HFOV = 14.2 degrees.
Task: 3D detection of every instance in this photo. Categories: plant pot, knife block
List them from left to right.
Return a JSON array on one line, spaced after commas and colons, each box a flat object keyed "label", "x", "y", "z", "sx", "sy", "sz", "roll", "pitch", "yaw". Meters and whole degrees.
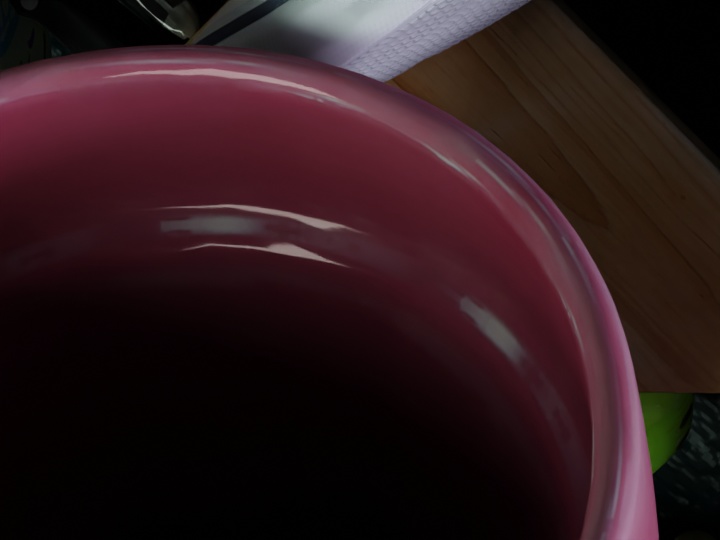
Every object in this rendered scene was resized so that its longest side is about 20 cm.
[{"label": "plant pot", "x": -0.036, "y": 0.086, "z": 0.582, "sx": 0.199, "sy": 0.200, "sz": 0.179, "roll": 26, "pitch": 152, "yaw": 27}, {"label": "knife block", "x": 0.017, "y": -0.060, "z": 0.663, "sx": 0.199, "sy": 0.064, "sz": 0.177, "roll": 0, "pitch": 95, "yaw": 9}]

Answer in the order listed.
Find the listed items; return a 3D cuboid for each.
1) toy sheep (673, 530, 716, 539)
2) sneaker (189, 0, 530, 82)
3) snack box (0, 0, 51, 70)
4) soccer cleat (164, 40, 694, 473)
[{"label": "toy sheep", "x": 0.068, "y": 0.142, "z": 0.801, "sx": 0.199, "sy": 0.138, "sz": 0.138, "roll": -2, "pitch": 128, "yaw": 40}, {"label": "sneaker", "x": 0.030, "y": -0.101, "z": 0.574, "sx": 0.200, "sy": 0.073, "sz": 0.071, "roll": -38, "pitch": 81, "yaw": 30}, {"label": "snack box", "x": -0.115, "y": -0.041, "z": 0.677, "sx": 0.053, "sy": 0.143, "sz": 0.201, "roll": 9, "pitch": 133, "yaw": 8}, {"label": "soccer cleat", "x": 0.000, "y": 0.000, "z": 0.769, "sx": 0.199, "sy": 0.068, "sz": 0.081, "roll": 26, "pitch": 157, "yaw": 26}]
